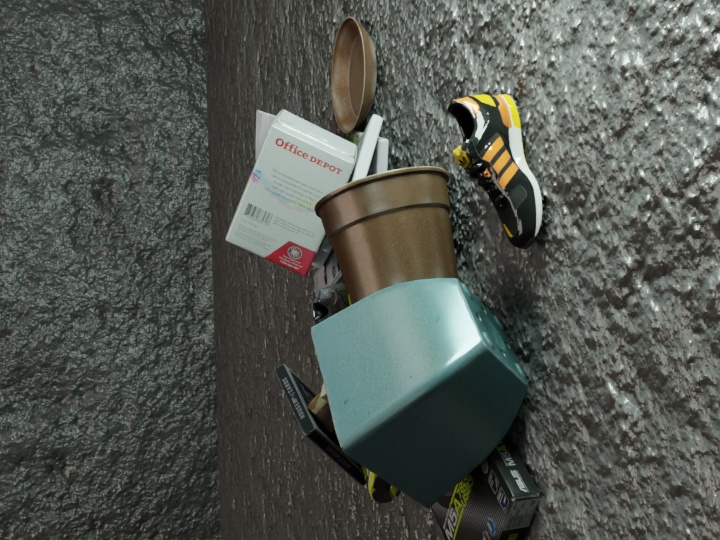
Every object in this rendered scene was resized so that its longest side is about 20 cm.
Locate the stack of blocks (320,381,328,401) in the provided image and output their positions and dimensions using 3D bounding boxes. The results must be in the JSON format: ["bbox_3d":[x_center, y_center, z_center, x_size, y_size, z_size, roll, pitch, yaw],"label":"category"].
[{"bbox_3d":[0.021,0.112,1.354,0.058,0.114,0.203,-37,31,48],"label":"stack of blocks"}]

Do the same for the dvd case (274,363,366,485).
[{"bbox_3d":[-0.062,0.257,1.523,0.201,0.025,0.151,53,-177,-45],"label":"dvd case"}]

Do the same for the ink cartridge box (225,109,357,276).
[{"bbox_3d":[-0.106,-0.128,1.464,0.145,0.143,0.203,-84,19,-70],"label":"ink cartridge box"}]

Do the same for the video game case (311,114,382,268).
[{"bbox_3d":[-0.022,-0.131,1.516,0.183,0.023,0.202,121,168,-47],"label":"video game case"}]

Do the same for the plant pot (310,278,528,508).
[{"bbox_3d":[0.086,0.129,1.124,0.199,0.196,0.198,-35,42,16],"label":"plant pot"}]

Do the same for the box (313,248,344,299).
[{"bbox_3d":[0.000,0.000,1.525,0.200,0.114,0.061,126,139,-62],"label":"box"}]

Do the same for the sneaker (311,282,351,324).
[{"bbox_3d":[-0.043,0.071,1.511,0.201,0.079,0.075,105,160,-58],"label":"sneaker"}]

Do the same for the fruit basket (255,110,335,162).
[{"bbox_3d":[-0.118,-0.192,1.732,0.198,0.093,0.189,24,124,33],"label":"fruit basket"}]

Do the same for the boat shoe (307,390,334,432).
[{"bbox_3d":[0.011,0.176,1.452,0.072,0.199,0.072,49,165,8],"label":"boat shoe"}]

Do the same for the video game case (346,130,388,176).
[{"bbox_3d":[0.008,-0.140,1.636,0.182,0.022,0.204,-145,54,-67],"label":"video game case"}]

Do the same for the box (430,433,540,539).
[{"bbox_3d":[0.153,0.292,1.198,0.194,0.047,0.203,-119,33,-49],"label":"box"}]

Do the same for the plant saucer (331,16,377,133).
[{"bbox_3d":[-0.009,-0.348,1.645,0.200,0.036,0.205,177,90,-72],"label":"plant saucer"}]

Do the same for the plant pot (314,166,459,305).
[{"bbox_3d":[0.051,-0.014,1.279,0.200,0.196,0.202,142,117,-67],"label":"plant pot"}]

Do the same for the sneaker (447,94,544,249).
[{"bbox_3d":[0.153,-0.117,1.090,0.070,0.088,0.204,126,139,-61],"label":"sneaker"}]

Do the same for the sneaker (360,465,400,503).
[{"bbox_3d":[0.036,0.264,1.464,0.084,0.073,0.204,33,112,60],"label":"sneaker"}]
